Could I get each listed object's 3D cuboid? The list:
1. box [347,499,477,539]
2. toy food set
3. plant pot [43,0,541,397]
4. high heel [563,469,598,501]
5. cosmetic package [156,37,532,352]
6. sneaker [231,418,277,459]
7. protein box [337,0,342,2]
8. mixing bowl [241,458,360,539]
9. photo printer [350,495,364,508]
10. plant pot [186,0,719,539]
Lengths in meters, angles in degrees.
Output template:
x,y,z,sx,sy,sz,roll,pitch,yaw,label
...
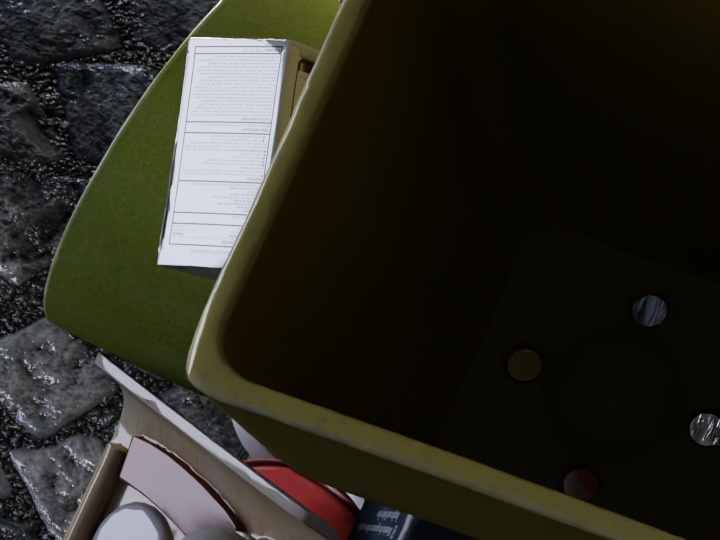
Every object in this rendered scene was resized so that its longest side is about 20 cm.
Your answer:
x,y,z,sx,sy,sz,roll,pitch,yaw,label
0.020,0.197,1.120,0.200,0.107,0.148,-65,5,-6,box
-0.103,0.155,1.170,0.060,0.143,0.200,14,-75,-51,toy food set
0.000,0.000,1.186,0.187,0.200,0.187,-54,-7,-11,plant pot
0.082,0.098,1.123,0.096,0.067,0.200,-54,3,16,high heel
0.010,-0.023,1.025,0.200,0.051,0.083,15,-98,-54,cosmetic package
0.021,0.026,1.428,0.114,0.073,0.200,-26,11,47,sneaker
0.101,-0.134,1.336,0.200,0.135,0.199,-66,-22,-3,protein box
-0.029,0.194,1.261,0.108,0.200,0.201,17,80,47,mixing bowl
0.021,0.148,1.494,0.200,0.069,0.167,-126,49,-85,photo printer
0.081,0.011,0.930,0.200,0.194,0.196,69,-138,-69,plant pot
